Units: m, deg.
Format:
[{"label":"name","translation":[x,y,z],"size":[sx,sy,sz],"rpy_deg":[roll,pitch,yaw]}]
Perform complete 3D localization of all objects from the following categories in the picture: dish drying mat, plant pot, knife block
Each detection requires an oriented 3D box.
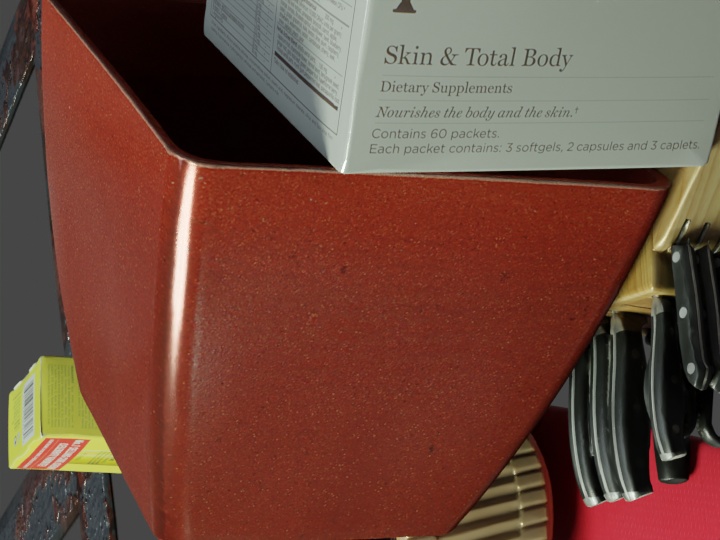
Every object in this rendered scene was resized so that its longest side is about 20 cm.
[{"label":"dish drying mat","translation":[0.115,0.105,0.756],"size":[0.200,0.018,0.077],"rpy_deg":[7,92,64]},{"label":"plant pot","translation":[-0.026,0.003,0.702],"size":[0.200,0.200,0.176],"rpy_deg":[49,131,54]},{"label":"knife block","translation":[0.115,-0.009,0.705],"size":[0.176,0.064,0.200],"rpy_deg":[-67,32,24]}]

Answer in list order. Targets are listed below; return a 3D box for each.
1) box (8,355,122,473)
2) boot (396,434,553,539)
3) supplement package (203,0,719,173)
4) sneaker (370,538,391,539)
[{"label":"box","translation":[-0.100,0.089,0.996],"size":[0.075,0.200,0.050],"rpy_deg":[-38,50,56]},{"label":"boot","translation":[0.043,0.107,0.840],"size":[0.166,0.072,0.200],"rpy_deg":[99,167,-65]},{"label":"supplement package","translation":[0.046,-0.155,0.610],"size":[0.151,0.152,0.200],"rpy_deg":[-132,45,-55]},{"label":"sneaker","translation":[-0.014,0.192,0.917],"size":[0.200,0.084,0.121],"rpy_deg":[46,126,35]}]
